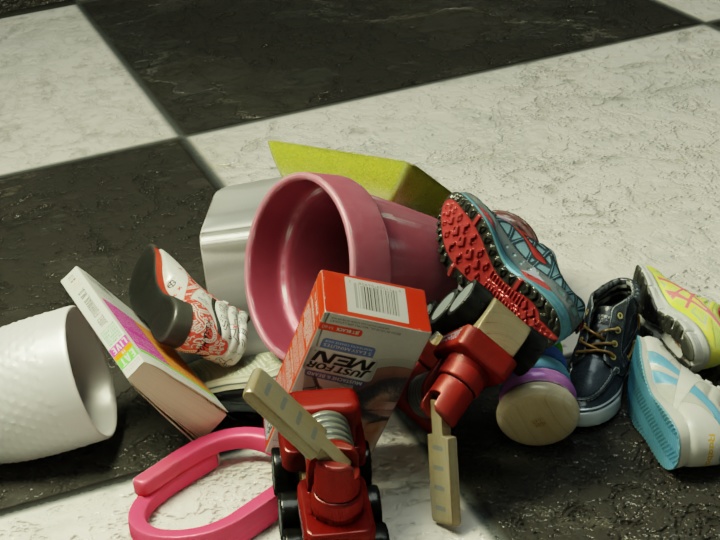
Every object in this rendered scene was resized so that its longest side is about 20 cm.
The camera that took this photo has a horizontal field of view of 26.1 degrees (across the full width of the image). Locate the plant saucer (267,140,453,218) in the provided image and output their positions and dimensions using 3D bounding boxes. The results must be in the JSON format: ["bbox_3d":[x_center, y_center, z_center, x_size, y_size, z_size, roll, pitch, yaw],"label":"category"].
[{"bbox_3d":[0.013,-0.086,1.807,0.198,0.048,0.199,11,-10,31],"label":"plant saucer"}]

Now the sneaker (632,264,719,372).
[{"bbox_3d":[0.364,0.056,1.743,0.089,0.079,0.200,-3,30,-13],"label":"sneaker"}]

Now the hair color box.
[{"bbox_3d":[-0.016,0.101,1.523,0.110,0.201,0.064,11,41,-15],"label":"hair color box"}]

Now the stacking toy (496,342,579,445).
[{"bbox_3d":[0.183,0.085,1.638,0.084,0.086,0.201,-3,42,6],"label":"stacking toy"}]

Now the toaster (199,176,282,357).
[{"bbox_3d":[-0.110,0.007,1.827,0.117,0.183,0.200,-7,24,6],"label":"toaster"}]

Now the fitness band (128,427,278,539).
[{"bbox_3d":[-0.142,0.222,1.549,0.143,0.038,0.199,19,36,38],"label":"fitness band"}]

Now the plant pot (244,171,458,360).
[{"bbox_3d":[0.000,0.000,1.663,0.178,0.202,0.199,2,15,-39],"label":"plant pot"}]

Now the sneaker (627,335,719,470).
[{"bbox_3d":[0.325,0.135,1.583,0.080,0.077,0.201,-1,30,-8],"label":"sneaker"}]

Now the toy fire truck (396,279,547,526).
[{"bbox_3d":[0.084,0.135,1.529,0.201,0.128,0.176,-53,8,-20],"label":"toy fire truck"}]

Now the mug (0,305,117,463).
[{"bbox_3d":[-0.366,0.131,1.684,0.174,0.149,0.200,-17,1,6],"label":"mug"}]

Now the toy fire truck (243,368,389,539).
[{"bbox_3d":[-0.044,0.158,1.405,0.127,0.202,0.177,-3,34,-7],"label":"toy fire truck"}]

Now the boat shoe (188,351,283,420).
[{"bbox_3d":[-0.147,0.133,1.707,0.198,0.063,0.075,-9,25,33],"label":"boat shoe"}]

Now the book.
[{"bbox_3d":[-0.235,0.084,1.653,0.048,0.134,0.200,-45,42,0],"label":"book"}]

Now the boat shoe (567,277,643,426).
[{"bbox_3d":[0.256,0.085,1.673,0.070,0.092,0.200,5,27,23],"label":"boat shoe"}]

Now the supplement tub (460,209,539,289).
[{"bbox_3d":[0.159,-0.013,1.799,0.106,0.108,0.200,-4,-3,6],"label":"supplement tub"}]

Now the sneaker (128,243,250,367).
[{"bbox_3d":[-0.188,0.043,1.724,0.107,0.068,0.201,23,13,-27],"label":"sneaker"}]

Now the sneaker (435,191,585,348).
[{"bbox_3d":[0.158,-0.002,1.623,0.095,0.079,0.201,-12,59,-47],"label":"sneaker"}]
